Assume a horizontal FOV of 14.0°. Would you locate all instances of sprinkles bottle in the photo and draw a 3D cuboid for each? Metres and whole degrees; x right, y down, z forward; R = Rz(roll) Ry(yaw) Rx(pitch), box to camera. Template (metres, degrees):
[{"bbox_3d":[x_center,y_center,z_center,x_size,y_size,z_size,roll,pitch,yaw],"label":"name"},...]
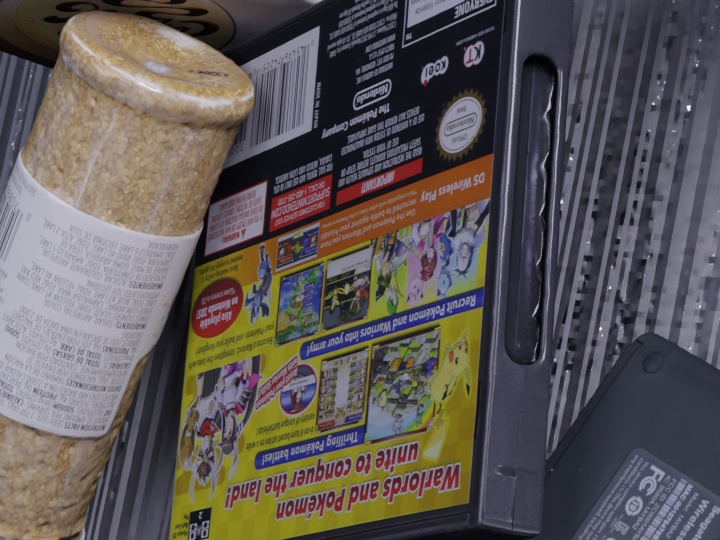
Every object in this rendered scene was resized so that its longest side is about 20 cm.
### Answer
[{"bbox_3d":[-0.099,0.016,0.973,0.068,0.068,0.201,43,118,44],"label":"sprinkles bottle"}]

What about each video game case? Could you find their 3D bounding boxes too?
[{"bbox_3d":[0.000,0.000,0.892,0.200,0.025,0.182,-19,62,59],"label":"video game case"}]

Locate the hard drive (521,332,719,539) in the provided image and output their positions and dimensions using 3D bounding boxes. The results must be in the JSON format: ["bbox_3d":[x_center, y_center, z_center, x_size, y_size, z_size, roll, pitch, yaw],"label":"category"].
[{"bbox_3d":[0.106,0.115,0.757,0.200,0.033,0.140,32,85,46],"label":"hard drive"}]

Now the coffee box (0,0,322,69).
[{"bbox_3d":[-0.108,-0.130,0.956,0.113,0.200,0.080,-16,66,41],"label":"coffee box"}]
